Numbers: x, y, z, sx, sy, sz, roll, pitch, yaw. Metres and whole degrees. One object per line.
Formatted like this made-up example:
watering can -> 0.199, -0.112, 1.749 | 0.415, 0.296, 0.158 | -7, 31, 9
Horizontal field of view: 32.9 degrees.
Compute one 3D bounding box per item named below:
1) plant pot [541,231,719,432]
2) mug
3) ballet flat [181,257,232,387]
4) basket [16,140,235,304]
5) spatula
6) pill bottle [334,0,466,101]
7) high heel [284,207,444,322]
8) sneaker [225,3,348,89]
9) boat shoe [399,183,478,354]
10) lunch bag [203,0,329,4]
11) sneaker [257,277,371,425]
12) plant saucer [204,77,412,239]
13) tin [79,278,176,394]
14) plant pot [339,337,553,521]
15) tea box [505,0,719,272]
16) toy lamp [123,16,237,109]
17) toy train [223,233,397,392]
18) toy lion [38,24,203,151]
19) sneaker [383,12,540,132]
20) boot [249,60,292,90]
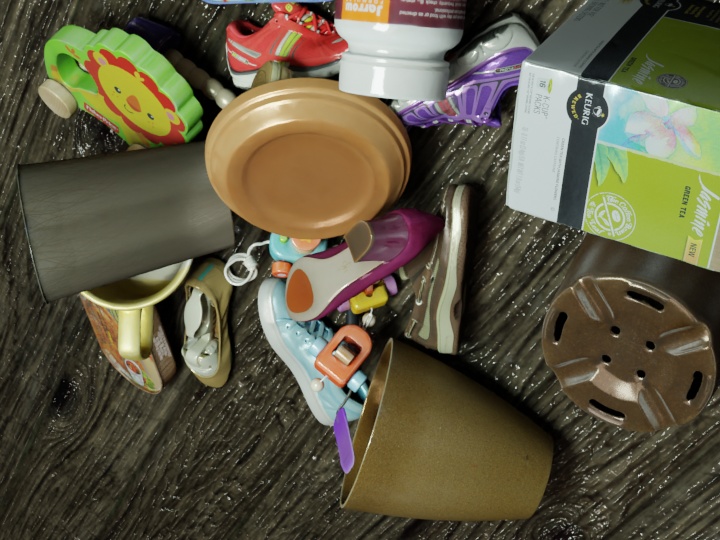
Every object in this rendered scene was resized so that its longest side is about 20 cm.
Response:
plant pot -> 0.262, 0.024, 1.060 | 0.199, 0.198, 0.202 | 17, 127, 23
mug -> -0.263, -0.010, 1.390 | 0.149, 0.188, 0.153 | 31, 175, 2
ballet flat -> -0.195, 0.075, 1.486 | 0.068, 0.063, 0.202 | 20, 128, 20
basket -> -0.237, -0.059, 1.248 | 0.180, 0.198, 0.137 | -126, 26, -63
spatula -> -0.013, 0.122, 1.329 | 0.020, 0.202, 0.057 | 10, 149, -9
pill bottle -> 0.036, -0.251, 1.045 | 0.113, 0.114, 0.202 | 11, 103, 27
high heel -> 0.000, 0.000, 1.218 | 0.200, 0.095, 0.068 | -34, 68, 52
sneaker -> -0.056, -0.228, 1.193 | 0.198, 0.077, 0.086 | -3, 108, 32
boat shoe -> 0.074, 0.000, 1.245 | 0.074, 0.075, 0.204 | 11, 125, 11
lunch bag -> -0.083, -0.334, 1.133 | 0.198, 0.082, 0.162 | 6, 123, 30
sneaker -> -0.042, 0.086, 1.395 | 0.081, 0.074, 0.201 | -14, 119, 30
plant saucer -> -0.049, -0.095, 1.158 | 0.198, 0.038, 0.201 | -1, 140, 0
tin -> -0.291, 0.075, 1.537 | 0.111, 0.042, 0.201 | 29, 146, 31
plant pot -> 0.098, 0.193, 1.305 | 0.198, 0.187, 0.187 | 19, 131, -3
tea box -> 0.247, -0.121, 0.973 | 0.195, 0.200, 0.135 | 18, 127, 23
toy lamp -> -0.168, -0.199, 1.294 | 0.199, 0.058, 0.058 | 37, 132, 9
toy train -> -0.044, 0.024, 1.297 | 0.200, 0.150, 0.056 | 44, 163, 7
toy lion -> -0.254, -0.194, 1.301 | 0.199, 0.069, 0.192 | 36, 155, 7
sneaker -> 0.088, -0.158, 1.140 | 0.199, 0.081, 0.084 | -24, 110, 40
boot -> -0.046, -0.118, 1.213 | 0.154, 0.073, 0.201 | 13, 142, -7
